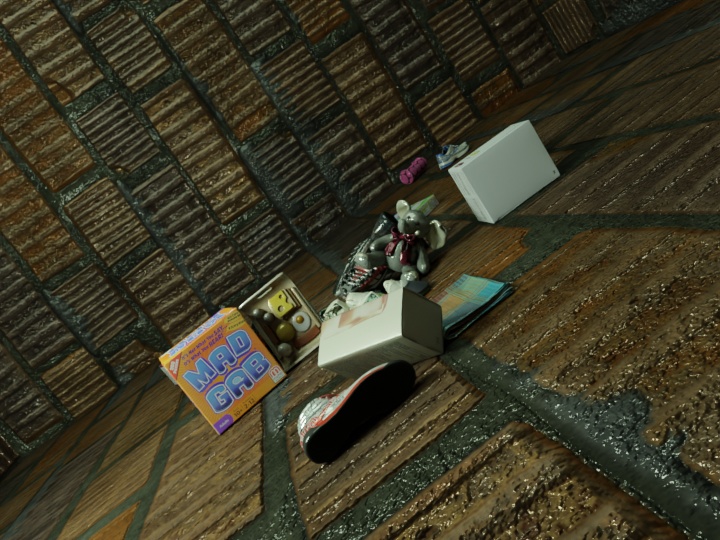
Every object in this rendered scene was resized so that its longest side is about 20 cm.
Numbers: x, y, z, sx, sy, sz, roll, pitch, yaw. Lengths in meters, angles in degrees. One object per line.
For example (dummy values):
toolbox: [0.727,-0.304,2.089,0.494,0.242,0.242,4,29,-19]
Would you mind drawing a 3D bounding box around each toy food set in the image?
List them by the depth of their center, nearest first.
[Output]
toy food set: [-0.185,0.124,1.384,0.143,0.201,0.060,-39,-12,4]

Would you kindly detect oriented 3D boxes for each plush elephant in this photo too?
plush elephant: [0.113,-0.074,1.368,0.199,0.164,0.156,-25,-47,-54]

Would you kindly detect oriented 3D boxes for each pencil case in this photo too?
pencil case: [0.277,-0.527,3.037,0.093,0.092,0.200,13,35,26]

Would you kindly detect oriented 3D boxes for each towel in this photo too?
towel: [0.171,0.060,1.019,0.146,0.022,0.200,-37,10,-7]

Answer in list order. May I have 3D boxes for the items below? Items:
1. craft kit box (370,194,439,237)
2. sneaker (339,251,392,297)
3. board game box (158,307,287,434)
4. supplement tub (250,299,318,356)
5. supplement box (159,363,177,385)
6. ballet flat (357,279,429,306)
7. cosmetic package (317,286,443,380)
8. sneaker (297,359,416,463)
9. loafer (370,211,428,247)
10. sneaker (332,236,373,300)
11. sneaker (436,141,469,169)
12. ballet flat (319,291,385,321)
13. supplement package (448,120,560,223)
craft kit box: [0.153,-0.174,2.021,0.200,0.049,0.197,-43,10,-33]
sneaker: [0.023,0.022,1.447,0.070,0.099,0.200,18,42,33]
board game box: [-0.331,0.229,1.363,0.199,0.201,0.199,-39,11,-20]
supplement tub: [-0.211,0.156,1.520,0.199,0.123,0.123,-27,13,41]
supplement box: [-0.624,0.336,2.082,0.131,0.104,0.199,-43,14,-34]
ballet flat: [0.054,0.065,1.233,0.199,0.073,0.073,-35,11,4]
cosmetic package: [0.031,0.110,0.953,0.199,0.103,0.088,-25,50,40]
sneaker: [-0.013,0.197,0.874,0.201,0.067,0.108,-40,14,-9]
loafer: [0.103,-0.089,1.515,0.072,0.199,0.073,-50,45,17]
sneaker: [0.000,0.000,1.535,0.201,0.080,0.074,-62,17,-21]
sneaker: [0.433,-0.561,2.694,0.200,0.086,0.077,-40,12,-25]
ballet flat: [-0.025,0.090,1.365,0.199,0.075,0.074,-29,12,36]
supplement package: [0.344,-0.237,1.387,0.199,0.156,0.111,-35,11,-2]
